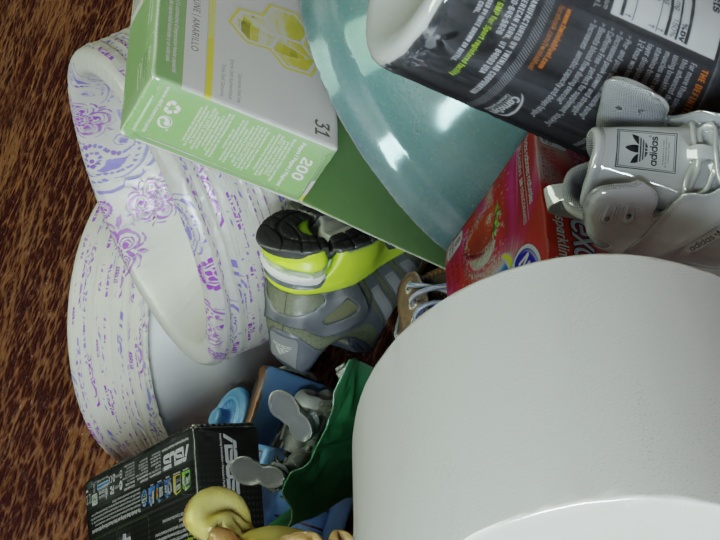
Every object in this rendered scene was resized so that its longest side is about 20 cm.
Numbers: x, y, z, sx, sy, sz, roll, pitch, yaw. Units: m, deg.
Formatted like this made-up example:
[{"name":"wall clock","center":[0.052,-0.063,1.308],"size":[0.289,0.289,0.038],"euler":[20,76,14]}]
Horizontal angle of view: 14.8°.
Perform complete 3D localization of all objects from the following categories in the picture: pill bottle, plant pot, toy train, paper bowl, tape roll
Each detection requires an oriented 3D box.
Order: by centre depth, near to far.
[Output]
[{"name":"tape roll","center":[0.097,0.112,1.106],"size":[0.203,0.203,0.139],"euler":[-55,22,36]},{"name":"pill bottle","center":[0.111,-0.108,1.303],"size":[0.106,0.200,0.106],"euler":[-53,24,36]},{"name":"plant pot","center":[0.082,-0.115,1.448],"size":[0.134,0.200,0.200],"euler":[-32,35,24]},{"name":"paper bowl","center":[-0.085,-0.054,1.625],"size":[0.201,0.104,0.201],"euler":[57,161,32]},{"name":"toy train","center":[-0.055,0.155,1.680],"size":[0.114,0.087,0.200],"euler":[4,74,63]},{"name":"paper bowl","center":[-0.100,0.032,1.806],"size":[0.104,0.201,0.201],"euler":[4,67,25]}]

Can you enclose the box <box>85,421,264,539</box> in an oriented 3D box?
[{"name":"box","center":[-0.104,0.198,1.587],"size":[0.200,0.047,0.193],"euler":[148,117,-63]}]

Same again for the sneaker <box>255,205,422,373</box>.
[{"name":"sneaker","center":[0.000,0.000,1.547],"size":[0.200,0.074,0.081],"euler":[-19,-56,-56]}]

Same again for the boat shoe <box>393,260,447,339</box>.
[{"name":"boat shoe","center":[0.045,0.033,1.462],"size":[0.200,0.072,0.072],"euler":[-90,-6,-71]}]

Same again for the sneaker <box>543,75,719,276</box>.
[{"name":"sneaker","center":[0.167,-0.046,1.215],"size":[0.200,0.115,0.075],"euler":[-39,35,56]}]

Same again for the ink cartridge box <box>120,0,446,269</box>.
[{"name":"ink cartridge box","center":[-0.024,-0.091,1.432],"size":[0.048,0.200,0.146],"euler":[-56,22,35]}]

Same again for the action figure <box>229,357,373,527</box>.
[{"name":"action figure","center":[-0.007,0.091,1.525],"size":[0.118,0.055,0.200],"euler":[-58,-18,11]}]

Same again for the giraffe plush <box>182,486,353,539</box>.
[{"name":"giraffe plush","center":[-0.011,0.182,1.323],"size":[0.173,0.162,0.200],"euler":[23,100,52]}]

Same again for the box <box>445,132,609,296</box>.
[{"name":"box","center":[0.107,0.038,1.316],"size":[0.096,0.100,0.200],"euler":[-55,22,35]}]
